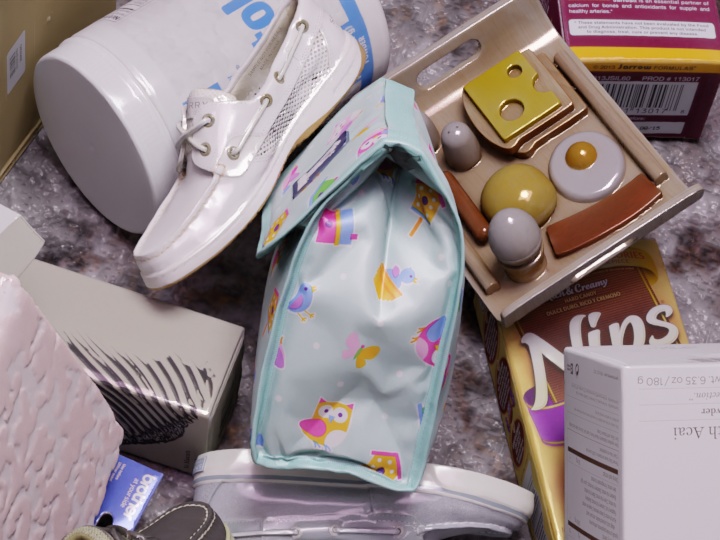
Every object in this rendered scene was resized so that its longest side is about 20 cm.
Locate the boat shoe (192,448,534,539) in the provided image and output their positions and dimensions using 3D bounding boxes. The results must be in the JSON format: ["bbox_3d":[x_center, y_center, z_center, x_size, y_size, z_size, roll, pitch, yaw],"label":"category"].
[{"bbox_3d":[0.000,0.147,1.220,0.199,0.070,0.072,5,76,-6],"label":"boat shoe"}]

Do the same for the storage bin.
[{"bbox_3d":[-0.231,-0.174,1.314,0.093,0.200,0.199,26,57,7],"label":"storage bin"}]

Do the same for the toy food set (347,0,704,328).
[{"bbox_3d":[0.098,-0.074,1.298,0.143,0.060,0.200,-33,57,-2],"label":"toy food set"}]

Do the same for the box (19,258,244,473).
[{"bbox_3d":[-0.171,0.048,1.247,0.199,0.082,0.069,17,57,5],"label":"box"}]

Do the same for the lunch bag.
[{"bbox_3d":[0.000,0.000,1.196,0.121,0.202,0.170,8,16,-2],"label":"lunch bag"}]

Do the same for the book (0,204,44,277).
[{"bbox_3d":[-0.282,-0.005,1.208,0.134,0.048,0.199,-49,41,-14],"label":"book"}]

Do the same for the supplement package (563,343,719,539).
[{"bbox_3d":[0.182,0.144,1.151,0.120,0.120,0.202,-2,93,-10],"label":"supplement package"}]

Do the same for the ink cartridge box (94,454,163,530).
[{"bbox_3d":[-0.226,0.131,1.208,0.199,0.042,0.120,21,59,10],"label":"ink cartridge box"}]

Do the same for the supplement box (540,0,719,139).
[{"bbox_3d":[0.177,-0.194,1.449,0.109,0.086,0.201,1,57,-6],"label":"supplement box"}]

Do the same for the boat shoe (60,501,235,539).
[{"bbox_3d":[-0.132,0.163,1.098,0.071,0.066,0.201,-9,18,33],"label":"boat shoe"}]

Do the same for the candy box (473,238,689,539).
[{"bbox_3d":[0.146,0.081,1.282,0.116,0.057,0.201,-7,56,-10],"label":"candy box"}]

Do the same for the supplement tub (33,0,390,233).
[{"bbox_3d":[-0.092,-0.126,1.342,0.200,0.132,0.132,-35,67,-26],"label":"supplement tub"}]

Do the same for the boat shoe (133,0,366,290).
[{"bbox_3d":[-0.079,-0.080,1.240,0.069,0.071,0.201,46,66,-27],"label":"boat shoe"}]

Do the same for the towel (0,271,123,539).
[{"bbox_3d":[-0.190,0.129,1.079,0.032,0.191,0.201,9,65,18],"label":"towel"}]
